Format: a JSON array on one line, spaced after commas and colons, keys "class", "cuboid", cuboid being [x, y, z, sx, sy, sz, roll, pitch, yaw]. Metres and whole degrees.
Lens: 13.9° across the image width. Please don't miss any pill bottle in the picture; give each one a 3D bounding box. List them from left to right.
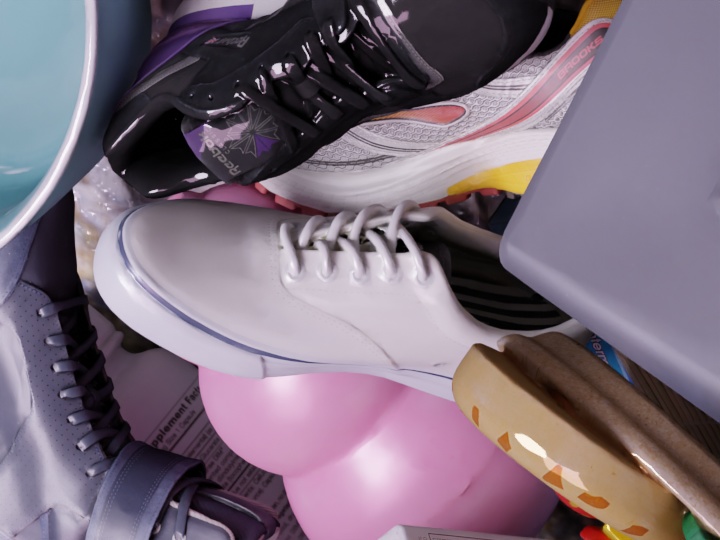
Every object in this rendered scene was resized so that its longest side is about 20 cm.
[{"class": "pill bottle", "cuboid": [-0.085, 0.108, 1.330, 0.200, 0.113, 0.113, 40, 136, -2]}]

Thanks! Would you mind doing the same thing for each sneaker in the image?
[{"class": "sneaker", "cuboid": [-0.099, 0.060, 1.223, 0.146, 0.077, 0.203, 11, 102, 18]}, {"class": "sneaker", "cuboid": [-0.015, -0.065, 1.057, 0.200, 0.088, 0.076, -17, 120, 49]}, {"class": "sneaker", "cuboid": [0.000, 0.000, 1.111, 0.200, 0.073, 0.071, 10, 141, -26]}, {"class": "sneaker", "cuboid": [0.037, -0.072, 1.142, 0.200, 0.078, 0.082, -7, 111, 29]}]

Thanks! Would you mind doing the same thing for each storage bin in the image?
[{"class": "storage bin", "cuboid": [0.141, -0.039, 1.004, 0.134, 0.145, 0.200, 30, 99, 28]}]

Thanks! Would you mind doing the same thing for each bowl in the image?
[{"class": "bowl", "cuboid": [-0.161, -0.097, 1.153, 0.200, 0.105, 0.201, 3, 96, 27]}]

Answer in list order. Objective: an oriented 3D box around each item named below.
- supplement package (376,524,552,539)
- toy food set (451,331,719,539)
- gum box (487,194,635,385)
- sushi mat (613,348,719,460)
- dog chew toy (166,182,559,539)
[{"class": "supplement package", "cuboid": [0.051, 0.214, 1.204, 0.200, 0.147, 0.191, 9, 146, -37]}, {"class": "toy food set", "cuboid": [0.117, 0.097, 1.056, 0.198, 0.049, 0.200, 43, 177, 10]}, {"class": "gum box", "cuboid": [0.170, 0.030, 1.151, 0.200, 0.045, 0.170, -6, 121, 35]}, {"class": "sushi mat", "cuboid": [0.161, 0.090, 1.125, 0.200, 0.012, 0.096, 61, 152, -9]}, {"class": "dog chew toy", "cuboid": [-0.008, 0.041, 1.205, 0.200, 0.125, 0.124, 42, 137, -17]}]
